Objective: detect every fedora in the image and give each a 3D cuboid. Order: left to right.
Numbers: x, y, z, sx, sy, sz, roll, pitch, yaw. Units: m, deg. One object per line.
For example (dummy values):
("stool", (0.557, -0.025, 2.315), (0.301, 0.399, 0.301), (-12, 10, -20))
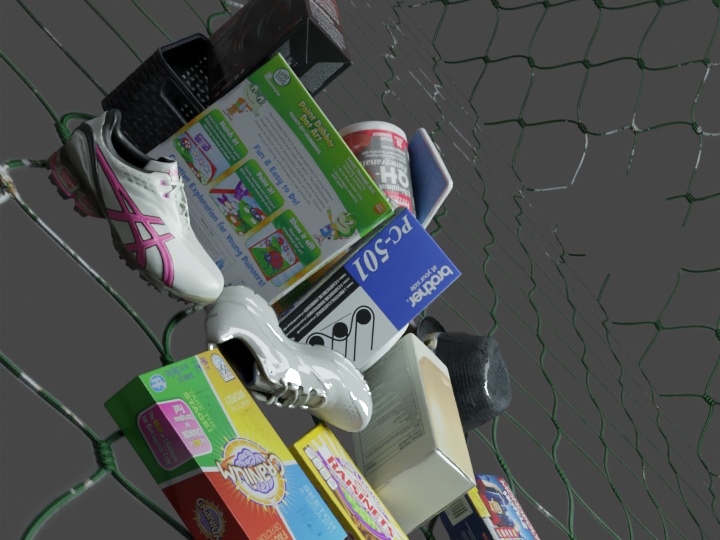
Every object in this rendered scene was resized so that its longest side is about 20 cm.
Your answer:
("fedora", (0.137, 0.138, 1.509), (0.200, 0.091, 0.203), (-16, 90, -73))

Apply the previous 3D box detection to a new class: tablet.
("tablet", (0.060, -0.087, 1.688), (0.014, 0.201, 0.131), (10, 39, -32))

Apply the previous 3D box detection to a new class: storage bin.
("storage bin", (-0.193, -0.181, 1.362), (0.135, 0.094, 0.200), (50, 16, -8))

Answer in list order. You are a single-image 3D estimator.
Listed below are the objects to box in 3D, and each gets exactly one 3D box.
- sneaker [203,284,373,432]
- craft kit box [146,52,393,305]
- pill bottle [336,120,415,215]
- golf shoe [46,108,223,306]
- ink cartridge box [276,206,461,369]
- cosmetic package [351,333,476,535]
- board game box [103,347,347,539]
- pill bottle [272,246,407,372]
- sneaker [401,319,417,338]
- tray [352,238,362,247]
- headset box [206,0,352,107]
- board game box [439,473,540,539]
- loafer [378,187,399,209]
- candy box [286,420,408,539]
("sneaker", (-0.075, 0.101, 1.148), (0.199, 0.075, 0.087), (34, 30, -13))
("craft kit box", (-0.101, -0.081, 1.217), (0.201, 0.197, 0.049), (54, 3, 5))
("pill bottle", (0.019, -0.092, 1.636), (0.110, 0.110, 0.202), (30, 48, -52))
("golf shoe", (-0.190, -0.054, 1.092), (0.200, 0.092, 0.073), (47, 18, -10))
("ink cartridge box", (0.000, 0.034, 1.246), (0.094, 0.200, 0.044), (48, -6, -11))
("cosmetic package", (0.049, 0.170, 1.274), (0.071, 0.105, 0.201), (43, 20, -27))
("board game box", (-0.104, 0.165, 0.974), (0.201, 0.040, 0.153), (54, 16, 6))
("pill bottle", (-0.048, 0.013, 1.317), (0.200, 0.111, 0.111), (50, 16, -9))
("sneaker", (0.013, 0.013, 1.526), (0.113, 0.071, 0.201), (-104, 167, -51))
("tray", (0.000, 0.000, 1.375), (0.107, 0.200, 0.022), (44, 60, -1))
("headset box", (-0.096, -0.250, 1.341), (0.075, 0.148, 0.201), (42, 20, -29))
("board game box", (0.171, 0.330, 1.345), (0.200, 0.062, 0.201), (24, 32, -60))
("loafer", (-0.030, -0.076, 1.370), (0.199, 0.070, 0.070), (30, 29, -15))
("candy box", (0.002, 0.239, 1.136), (0.201, 0.026, 0.102), (54, 13, 4))
